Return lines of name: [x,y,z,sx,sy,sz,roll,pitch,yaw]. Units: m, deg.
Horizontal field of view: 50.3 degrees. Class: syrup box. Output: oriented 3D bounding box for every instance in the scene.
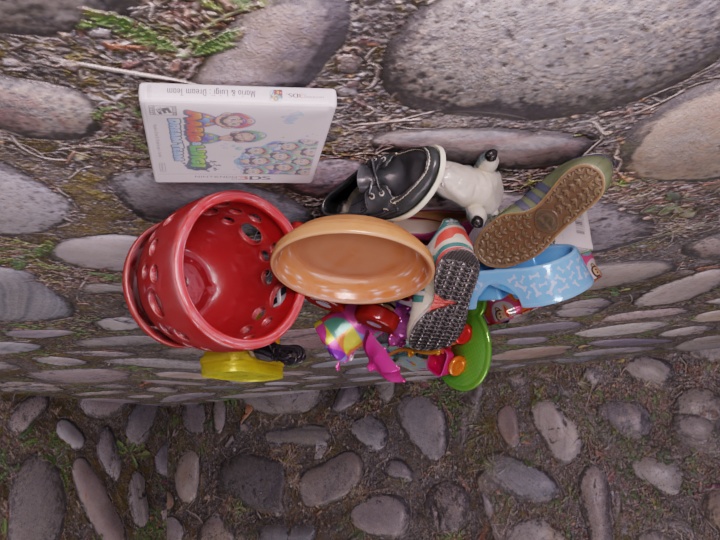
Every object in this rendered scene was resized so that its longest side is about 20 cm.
syrup box: [0.229,-0.045,1.113,0.081,0.079,0.200,6,163,-33]

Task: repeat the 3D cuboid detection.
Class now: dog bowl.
dog bowl: [0.206,0.006,1.008,0.199,0.050,0.111,-4,-162,47]

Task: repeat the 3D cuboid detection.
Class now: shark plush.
shark plush: [0.136,-0.110,0.952,0.083,0.091,0.200,12,-167,21]

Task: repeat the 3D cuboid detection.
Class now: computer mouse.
computer mouse: [-0.119,0.033,1.107,0.109,0.201,0.044,3,-178,45]

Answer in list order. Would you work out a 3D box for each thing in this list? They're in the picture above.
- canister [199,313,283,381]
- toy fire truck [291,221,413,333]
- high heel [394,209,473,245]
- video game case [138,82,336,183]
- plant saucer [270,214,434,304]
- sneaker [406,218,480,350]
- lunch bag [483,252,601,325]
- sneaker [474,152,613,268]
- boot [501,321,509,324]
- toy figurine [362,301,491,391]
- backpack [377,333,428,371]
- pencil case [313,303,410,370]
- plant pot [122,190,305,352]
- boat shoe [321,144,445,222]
canister: [-0.187,0.068,1.212,0.086,0.201,0.148,-10,164,26]
toy fire truck: [0.000,0.000,1.080,0.199,0.113,0.168,20,166,12]
high heel: [0.076,-0.072,1.043,0.096,0.068,0.200,-40,137,25]
video game case: [-0.128,-0.136,0.797,0.181,0.024,0.200,-1,165,-11]
plant saucer: [-0.009,-0.014,0.933,0.199,0.038,0.200,2,155,1]
sneaker: [0.106,0.020,1.016,0.070,0.094,0.200,5,134,-8]
lunch bag: [0.287,0.024,1.257,0.199,0.082,0.176,-23,178,-6]
sneaker: [0.232,-0.076,0.945,0.200,0.067,0.090,-40,179,42]
boot: [0.242,0.037,1.393,0.074,0.098,0.200,-9,164,22]
toy figurine: [0.092,0.100,1.189,0.183,0.201,0.150,-3,-158,-34]
backpack: [0.103,0.098,1.454,0.153,0.177,0.200,18,161,-13]
pencil case: [0.018,0.071,1.251,0.200,0.089,0.088,-37,165,-4]
plant pot: [-0.200,0.012,1.004,0.200,0.202,0.182,11,163,-42]
boat shoe: [0.018,-0.097,0.882,0.066,0.075,0.199,14,164,-29]
